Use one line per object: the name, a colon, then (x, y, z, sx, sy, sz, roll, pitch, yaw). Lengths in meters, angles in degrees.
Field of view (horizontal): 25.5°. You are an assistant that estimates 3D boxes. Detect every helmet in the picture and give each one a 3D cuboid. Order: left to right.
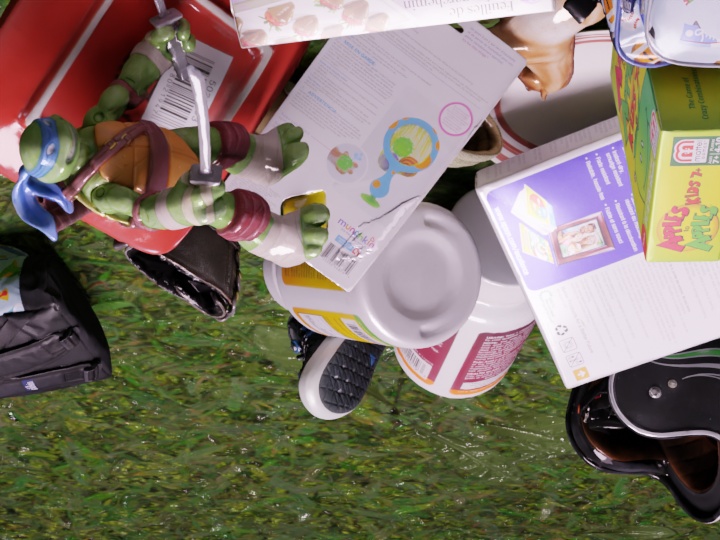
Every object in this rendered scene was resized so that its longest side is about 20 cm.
helmet: (0.296, 0.115, 1.414, 0.190, 0.201, 0.200, 19, 149, -3)

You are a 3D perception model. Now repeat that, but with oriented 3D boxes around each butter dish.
butter dish: (-0.168, -0.144, 1.052, 0.199, 0.200, 0.148, 32, -179, -41)

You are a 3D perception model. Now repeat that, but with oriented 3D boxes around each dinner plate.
dinner plate: (0.177, -0.124, 1.188, 0.199, 0.024, 0.200, 0, 150, 0)

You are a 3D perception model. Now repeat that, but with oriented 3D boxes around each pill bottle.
pill bottle: (0.000, 0.000, 1.272, 0.111, 0.112, 0.200, 18, 174, -28)
pill bottle: (0.099, 0.018, 1.350, 0.114, 0.115, 0.200, 6, 151, -8)

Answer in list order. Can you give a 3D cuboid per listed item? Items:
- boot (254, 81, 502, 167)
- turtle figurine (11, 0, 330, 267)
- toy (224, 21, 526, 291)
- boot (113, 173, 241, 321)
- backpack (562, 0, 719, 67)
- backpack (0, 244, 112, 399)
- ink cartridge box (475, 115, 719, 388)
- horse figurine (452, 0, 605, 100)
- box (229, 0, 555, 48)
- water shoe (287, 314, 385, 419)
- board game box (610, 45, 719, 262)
boot: (-0.008, -0.111, 1.147, 0.154, 0.072, 0.200, -11, 156, 40)
turtle figurine: (-0.090, -0.083, 0.948, 0.194, 0.144, 0.201, 17, 104, -46)
toy: (0.006, -0.098, 1.080, 0.115, 0.047, 0.200, 36, 101, -9)
boot: (-0.100, -0.041, 1.190, 0.069, 0.175, 0.200, -25, 141, 38)
backpack: (0.222, -0.209, 0.889, 0.199, 0.154, 0.191, -3, 117, -1)
backpack: (-0.347, 0.053, 1.422, 0.199, 0.154, 0.163, -24, 150, 0)
ink cartridge box: (0.213, -0.023, 1.200, 0.199, 0.043, 0.199, -19, 118, 15)
horse figurine: (0.115, -0.185, 1.034, 0.132, 0.050, 0.200, 29, 143, -11)
box: (0.020, -0.173, 0.981, 0.199, 0.042, 0.039, -5, 124, 10)
water shoe: (-0.029, 0.069, 1.381, 0.079, 0.200, 0.072, 0, 113, 20)
board game box: (0.196, -0.109, 1.011, 0.047, 0.200, 0.102, -1, 132, 2)
